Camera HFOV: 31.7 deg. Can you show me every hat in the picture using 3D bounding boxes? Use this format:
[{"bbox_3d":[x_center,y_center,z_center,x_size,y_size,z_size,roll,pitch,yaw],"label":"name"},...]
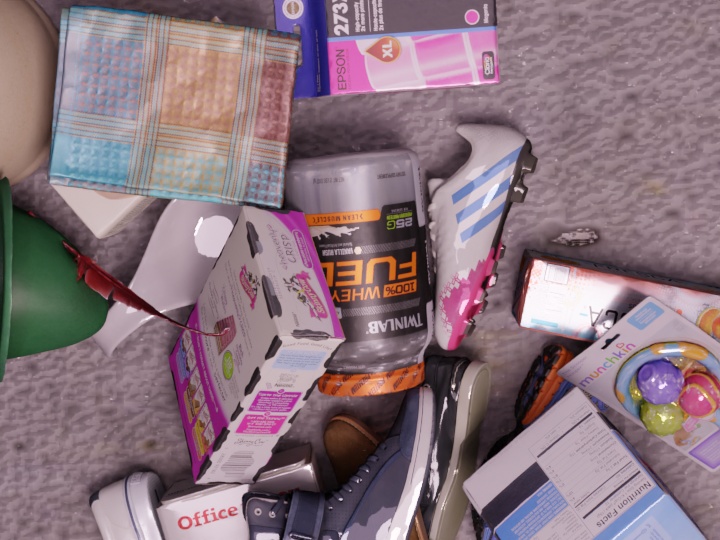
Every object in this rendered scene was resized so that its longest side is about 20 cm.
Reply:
[{"bbox_3d":[-0.227,0.018,1.101,0.173,0.167,0.202,1,52,-20],"label":"hat"}]

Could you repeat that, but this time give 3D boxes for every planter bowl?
[{"bbox_3d":[-0.358,-0.160,1.078,0.197,0.135,0.204,0,96,0],"label":"planter bowl"}]

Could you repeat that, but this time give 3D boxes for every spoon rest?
[{"bbox_3d":[-0.166,0.004,1.129,0.200,0.061,0.100,-43,94,5],"label":"spoon rest"}]

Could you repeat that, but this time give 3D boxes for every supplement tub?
[{"bbox_3d":[0.000,0.000,1.095,0.121,0.123,0.203,-6,96,1],"label":"supplement tub"}]

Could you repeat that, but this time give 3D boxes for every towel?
[{"bbox_3d":[-0.153,-0.132,1.032,0.197,0.022,0.149,7,95,1],"label":"towel"}]

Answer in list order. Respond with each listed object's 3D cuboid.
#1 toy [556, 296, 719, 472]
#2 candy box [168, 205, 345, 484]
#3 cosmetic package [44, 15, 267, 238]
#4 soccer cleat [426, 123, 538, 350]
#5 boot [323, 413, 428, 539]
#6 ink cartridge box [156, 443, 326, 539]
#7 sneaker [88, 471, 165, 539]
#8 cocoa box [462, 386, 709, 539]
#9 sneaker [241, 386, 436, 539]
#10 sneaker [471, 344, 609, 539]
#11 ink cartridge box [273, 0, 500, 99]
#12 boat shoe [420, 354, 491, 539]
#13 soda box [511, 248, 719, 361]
[{"bbox_3d":[0.281,0.114,1.092,0.199,0.048,0.115,30,124,-24],"label":"toy"},{"bbox_3d":[-0.092,0.065,1.053,0.060,0.138,0.201,4,137,-28],"label":"candy box"},{"bbox_3d":[-0.168,-0.123,1.095,0.200,0.105,0.071,-42,94,3],"label":"cosmetic package"},{"bbox_3d":[0.089,-0.034,1.124,0.085,0.070,0.203,20,92,11],"label":"soccer cleat"},{"bbox_3d":[0.010,0.222,1.114,0.075,0.074,0.202,-19,76,-36],"label":"boot"},{"bbox_3d":[-0.084,0.275,1.144,0.145,0.083,0.203,-15,95,2],"label":"ink cartridge box"},{"bbox_3d":[-0.194,0.287,1.161,0.070,0.073,0.203,-16,87,12],"label":"sneaker"},{"bbox_3d":[0.203,0.221,1.063,0.133,0.132,0.200,-41,135,4],"label":"cocoa box"},{"bbox_3d":[-0.021,0.179,1.060,0.144,0.077,0.205,18,78,2],"label":"sneaker"},{"bbox_3d":[0.161,0.171,1.137,0.078,0.075,0.202,25,97,-5],"label":"sneaker"},{"bbox_3d":[0.023,-0.205,1.119,0.197,0.037,0.096,-4,96,3],"label":"ink cartridge box"},{"bbox_3d":[0.065,0.169,1.141,0.065,0.074,0.202,17,112,24],"label":"boat shoe"},{"bbox_3d":[0.236,0.034,1.122,0.197,0.068,0.065,12,99,0],"label":"soda box"}]
